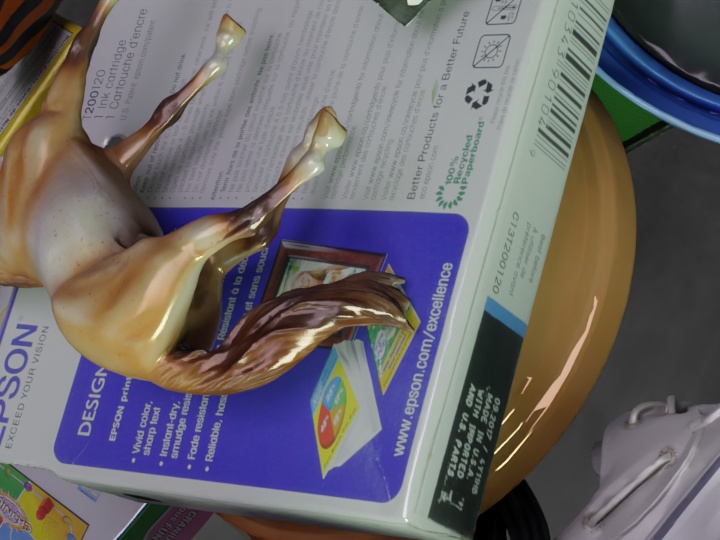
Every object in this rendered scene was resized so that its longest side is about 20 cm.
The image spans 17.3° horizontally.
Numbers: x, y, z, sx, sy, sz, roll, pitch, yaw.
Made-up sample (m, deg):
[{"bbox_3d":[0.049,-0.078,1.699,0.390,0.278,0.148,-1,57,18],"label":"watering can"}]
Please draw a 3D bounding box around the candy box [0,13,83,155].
[{"bbox_3d":[-0.176,-0.021,0.973,0.200,0.026,0.102,-54,28,0],"label":"candy box"}]

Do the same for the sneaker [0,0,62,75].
[{"bbox_3d":[-0.111,-0.162,0.949,0.112,0.078,0.200,-16,40,23],"label":"sneaker"}]

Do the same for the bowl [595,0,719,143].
[{"bbox_3d":[0.150,-0.139,0.798,0.200,0.039,0.201,0,92,14],"label":"bowl"}]

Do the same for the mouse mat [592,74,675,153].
[{"bbox_3d":[0.067,-0.126,0.906,0.161,0.008,0.200,-29,61,20],"label":"mouse mat"}]

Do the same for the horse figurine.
[{"bbox_3d":[-0.069,-0.017,0.765,0.133,0.050,0.200,-52,47,5],"label":"horse figurine"}]

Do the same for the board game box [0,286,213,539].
[{"bbox_3d":[-0.142,0.082,0.947,0.200,0.040,0.153,-49,57,9],"label":"board game box"}]

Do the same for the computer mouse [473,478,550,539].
[{"bbox_3d":[-0.018,0.095,0.845,0.200,0.046,0.141,-37,40,34],"label":"computer mouse"}]

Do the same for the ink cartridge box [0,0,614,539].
[{"bbox_3d":[-0.027,-0.015,0.792,0.200,0.043,0.198,4,71,38],"label":"ink cartridge box"}]

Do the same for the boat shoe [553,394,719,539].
[{"bbox_3d":[0.106,0.075,0.786,0.066,0.072,0.200,46,109,28],"label":"boat shoe"}]

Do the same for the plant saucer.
[{"bbox_3d":[0.000,0.000,0.819,0.200,0.037,0.200,-17,59,31],"label":"plant saucer"}]

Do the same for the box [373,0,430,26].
[{"bbox_3d":[0.039,-0.196,0.787,0.160,0.049,0.200,-38,38,19],"label":"box"}]
